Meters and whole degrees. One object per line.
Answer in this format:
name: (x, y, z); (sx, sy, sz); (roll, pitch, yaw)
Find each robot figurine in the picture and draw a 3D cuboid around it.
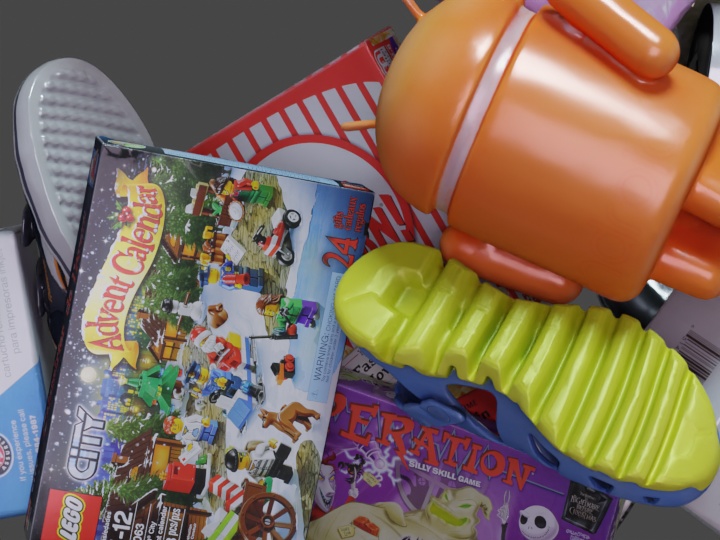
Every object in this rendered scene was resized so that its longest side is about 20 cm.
robot figurine: (0.093, -0.062, 1.158); (0.199, 0.144, 0.117); (24, 71, 6)

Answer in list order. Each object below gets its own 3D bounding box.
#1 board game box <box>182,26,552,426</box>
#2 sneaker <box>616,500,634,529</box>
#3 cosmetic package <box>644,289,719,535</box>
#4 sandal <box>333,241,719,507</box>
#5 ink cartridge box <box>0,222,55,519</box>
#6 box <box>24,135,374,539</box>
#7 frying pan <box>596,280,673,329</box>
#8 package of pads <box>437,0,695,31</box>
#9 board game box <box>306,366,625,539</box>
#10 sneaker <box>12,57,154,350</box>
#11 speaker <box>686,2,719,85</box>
board game box: (0.000, 0.000, 1.268); (0.151, 0.046, 0.201); (-30, 93, 25)
sneaker: (0.087, 0.124, 1.292); (0.085, 0.077, 0.200); (37, 92, 2)
cosmetic package: (0.219, 0.096, 1.242); (0.200, 0.085, 0.108); (38, 89, -37)
sandal: (0.082, 0.056, 1.176); (0.199, 0.087, 0.080); (28, 64, 24)
ink cartridge box: (-0.258, 0.065, 1.272); (0.199, 0.084, 0.146); (-10, 94, 0)
box: (-0.080, 0.045, 1.205); (0.136, 0.038, 0.201); (9, 97, -13)
frying pan: (0.149, 0.017, 1.275); (0.190, 0.031, 0.115); (-35, 72, -19)
package of pads: (0.131, -0.187, 1.248); (0.120, 0.076, 0.200); (39, 75, -7)
board game box: (0.028, 0.124, 1.253); (0.199, 0.032, 0.121); (19, 107, 15)
sneaker: (-0.134, -0.009, 1.256); (0.078, 0.079, 0.201); (-34, 108, -37)
speaker: (0.267, -0.084, 1.280); (0.199, 0.081, 0.082); (9, 93, -2)
